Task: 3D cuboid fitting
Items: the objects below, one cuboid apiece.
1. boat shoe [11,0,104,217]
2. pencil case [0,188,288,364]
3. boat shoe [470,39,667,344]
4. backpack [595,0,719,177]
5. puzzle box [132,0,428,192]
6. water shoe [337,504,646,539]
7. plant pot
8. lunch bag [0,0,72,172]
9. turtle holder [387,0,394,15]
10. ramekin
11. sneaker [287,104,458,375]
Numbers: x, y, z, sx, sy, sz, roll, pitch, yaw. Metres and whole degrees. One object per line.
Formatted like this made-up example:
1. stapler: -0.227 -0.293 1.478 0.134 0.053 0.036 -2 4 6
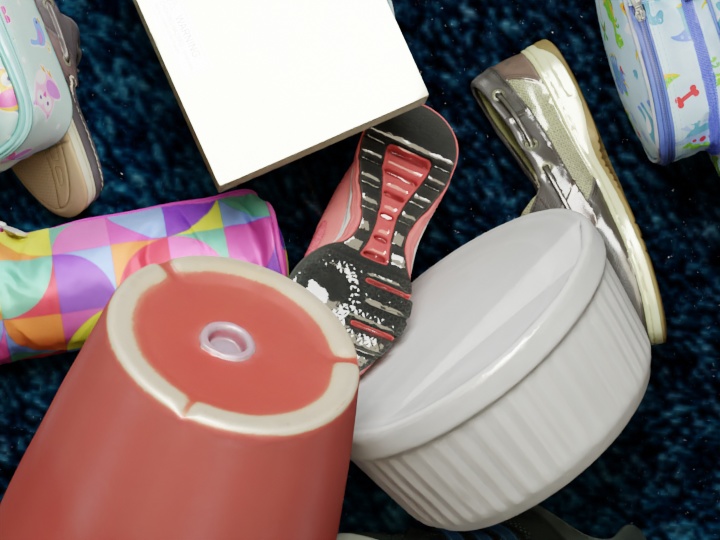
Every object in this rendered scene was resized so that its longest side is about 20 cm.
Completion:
1. boat shoe: -0.199 -0.132 1.661 0.065 0.072 0.201 -28 91 -43
2. pencil case: -0.142 0.002 1.638 0.198 0.088 0.089 -7 82 -7
3. boat shoe: 0.127 -0.039 1.673 0.064 0.073 0.201 -22 74 -2
4. backpack: 0.222 -0.133 1.636 0.146 0.183 0.201 -21 91 2
5. puzzle box: -0.060 -0.161 1.562 0.132 0.025 0.201 -23 84 -7
6. water shoe: 0.076 0.176 1.646 0.199 0.072 0.079 12 53 -1
7. plant pot: -0.091 0.103 1.509 0.199 0.178 0.201 12 37 -10
8. lunch bag: -0.281 -0.114 1.610 0.199 0.077 0.161 -22 91 21
9. turtle holder: -0.052 -0.168 1.643 0.140 0.132 0.187 -9 83 -5
10. ramekin: 0.078 0.063 1.591 0.202 0.202 0.094 -41 107 -8
11. sneaker: 0.000 0.000 1.636 0.073 0.087 0.201 27 67 -1
